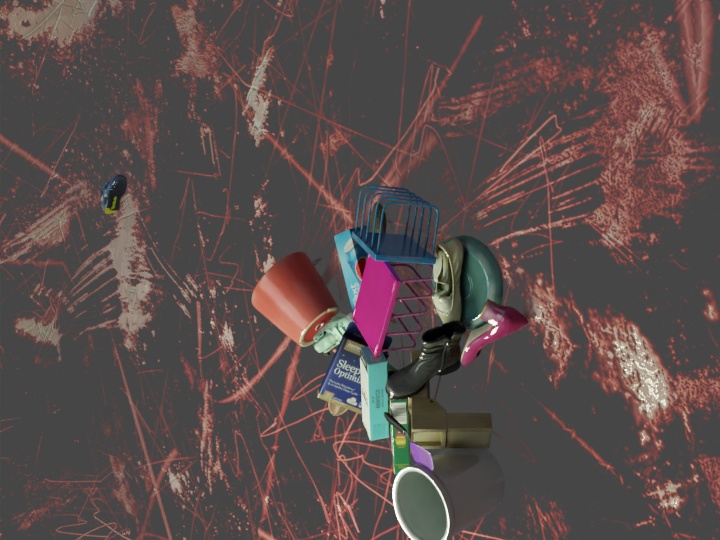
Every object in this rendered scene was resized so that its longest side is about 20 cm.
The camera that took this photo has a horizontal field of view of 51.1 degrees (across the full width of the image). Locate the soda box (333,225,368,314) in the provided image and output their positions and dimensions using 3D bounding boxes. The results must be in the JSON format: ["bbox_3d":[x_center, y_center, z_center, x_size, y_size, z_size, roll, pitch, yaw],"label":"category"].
[{"bbox_3d":[0.000,0.000,1.847,0.067,0.063,0.206,-19,85,49],"label":"soda box"}]

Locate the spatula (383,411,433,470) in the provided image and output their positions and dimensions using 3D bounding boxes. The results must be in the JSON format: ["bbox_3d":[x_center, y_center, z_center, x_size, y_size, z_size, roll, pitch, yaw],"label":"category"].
[{"bbox_3d":[0.098,0.356,1.597,0.200,0.020,0.058,42,151,57],"label":"spatula"}]

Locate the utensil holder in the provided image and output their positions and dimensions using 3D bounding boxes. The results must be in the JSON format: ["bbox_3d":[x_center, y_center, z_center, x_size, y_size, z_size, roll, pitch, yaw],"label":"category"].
[{"bbox_3d":[0.193,0.478,1.630,0.168,0.197,0.175,14,110,45],"label":"utensil holder"}]

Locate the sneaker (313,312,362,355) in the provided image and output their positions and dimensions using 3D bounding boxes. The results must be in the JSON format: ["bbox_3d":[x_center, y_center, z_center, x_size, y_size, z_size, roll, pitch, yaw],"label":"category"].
[{"bbox_3d":[-0.053,0.168,1.865,0.074,0.118,0.200,50,165,-11],"label":"sneaker"}]

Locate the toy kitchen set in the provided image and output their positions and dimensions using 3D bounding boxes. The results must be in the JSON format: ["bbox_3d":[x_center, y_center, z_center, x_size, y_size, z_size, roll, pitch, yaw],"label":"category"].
[{"bbox_3d":[0.195,0.312,1.697,0.166,0.175,0.204,85,-175,-48],"label":"toy kitchen set"}]

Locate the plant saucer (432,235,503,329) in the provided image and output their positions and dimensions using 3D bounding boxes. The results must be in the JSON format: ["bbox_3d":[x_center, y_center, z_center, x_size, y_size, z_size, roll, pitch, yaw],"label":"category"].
[{"bbox_3d":[0.222,0.029,1.624,0.198,0.027,0.206,16,111,47],"label":"plant saucer"}]

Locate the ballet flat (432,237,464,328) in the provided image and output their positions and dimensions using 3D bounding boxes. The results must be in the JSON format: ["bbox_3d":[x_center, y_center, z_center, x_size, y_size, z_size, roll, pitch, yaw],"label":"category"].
[{"bbox_3d":[0.179,0.032,1.604,0.069,0.068,0.206,15,110,46],"label":"ballet flat"}]

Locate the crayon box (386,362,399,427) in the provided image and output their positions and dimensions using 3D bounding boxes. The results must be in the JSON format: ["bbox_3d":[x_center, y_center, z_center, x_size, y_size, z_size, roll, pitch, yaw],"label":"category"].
[{"bbox_3d":[0.031,0.282,1.880,0.198,0.057,0.122,32,121,41],"label":"crayon box"}]

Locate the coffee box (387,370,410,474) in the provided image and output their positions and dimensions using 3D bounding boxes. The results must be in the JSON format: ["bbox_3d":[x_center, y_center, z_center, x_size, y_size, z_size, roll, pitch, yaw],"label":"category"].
[{"bbox_3d":[0.090,0.352,1.743,0.124,0.043,0.205,-91,-3,-66],"label":"coffee box"}]

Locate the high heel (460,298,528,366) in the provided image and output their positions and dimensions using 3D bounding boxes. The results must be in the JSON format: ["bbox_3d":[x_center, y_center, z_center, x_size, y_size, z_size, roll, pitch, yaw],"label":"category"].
[{"bbox_3d":[0.276,0.147,1.578,0.094,0.068,0.203,25,129,8],"label":"high heel"}]

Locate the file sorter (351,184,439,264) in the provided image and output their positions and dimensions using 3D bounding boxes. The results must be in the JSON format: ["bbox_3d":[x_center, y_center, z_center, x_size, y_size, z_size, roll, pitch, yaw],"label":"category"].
[{"bbox_3d":[0.076,-0.103,1.628,0.200,0.135,0.126,-133,49,-68],"label":"file sorter"}]

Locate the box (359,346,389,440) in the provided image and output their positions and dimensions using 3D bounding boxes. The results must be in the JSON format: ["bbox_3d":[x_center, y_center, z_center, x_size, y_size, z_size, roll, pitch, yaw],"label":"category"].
[{"bbox_3d":[0.033,0.284,1.754,0.083,0.048,0.205,-121,27,-64],"label":"box"}]

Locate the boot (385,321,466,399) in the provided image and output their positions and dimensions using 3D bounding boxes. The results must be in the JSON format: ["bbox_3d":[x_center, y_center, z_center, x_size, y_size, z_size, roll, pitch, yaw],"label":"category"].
[{"bbox_3d":[0.134,0.185,1.613,0.070,0.197,0.134,47,156,36],"label":"boot"}]

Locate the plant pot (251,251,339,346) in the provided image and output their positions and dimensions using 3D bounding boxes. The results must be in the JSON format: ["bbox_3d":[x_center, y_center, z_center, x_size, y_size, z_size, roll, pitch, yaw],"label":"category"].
[{"bbox_3d":[-0.159,0.086,1.974,0.177,0.198,0.203,45,130,19],"label":"plant pot"}]

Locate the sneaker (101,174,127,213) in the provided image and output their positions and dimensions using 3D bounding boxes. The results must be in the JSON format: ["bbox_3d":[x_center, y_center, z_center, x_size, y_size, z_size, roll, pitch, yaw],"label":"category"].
[{"bbox_3d":[-0.950,-0.306,2.879,0.201,0.073,0.083,-50,60,41],"label":"sneaker"}]

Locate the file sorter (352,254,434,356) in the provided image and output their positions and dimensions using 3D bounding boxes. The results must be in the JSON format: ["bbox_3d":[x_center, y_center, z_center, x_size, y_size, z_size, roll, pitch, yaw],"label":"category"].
[{"bbox_3d":[0.080,0.064,1.704,0.140,0.122,0.204,54,139,47],"label":"file sorter"}]

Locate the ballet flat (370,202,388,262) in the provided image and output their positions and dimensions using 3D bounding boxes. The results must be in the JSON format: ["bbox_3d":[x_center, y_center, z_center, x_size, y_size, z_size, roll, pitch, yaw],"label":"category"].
[{"bbox_3d":[0.051,-0.059,1.795,0.067,0.045,0.207,-165,72,-79],"label":"ballet flat"}]

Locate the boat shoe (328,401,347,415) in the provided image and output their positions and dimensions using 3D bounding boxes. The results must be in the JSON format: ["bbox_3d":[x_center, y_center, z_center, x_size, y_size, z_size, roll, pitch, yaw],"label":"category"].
[{"bbox_3d":[-0.052,0.281,1.876,0.076,0.071,0.204,40,127,36],"label":"boat shoe"}]

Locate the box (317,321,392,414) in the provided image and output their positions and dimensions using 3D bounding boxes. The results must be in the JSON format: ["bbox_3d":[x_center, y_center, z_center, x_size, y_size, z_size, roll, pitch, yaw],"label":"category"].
[{"bbox_3d":[-0.012,0.233,1.793,0.033,0.118,0.204,-104,36,-71],"label":"box"}]
